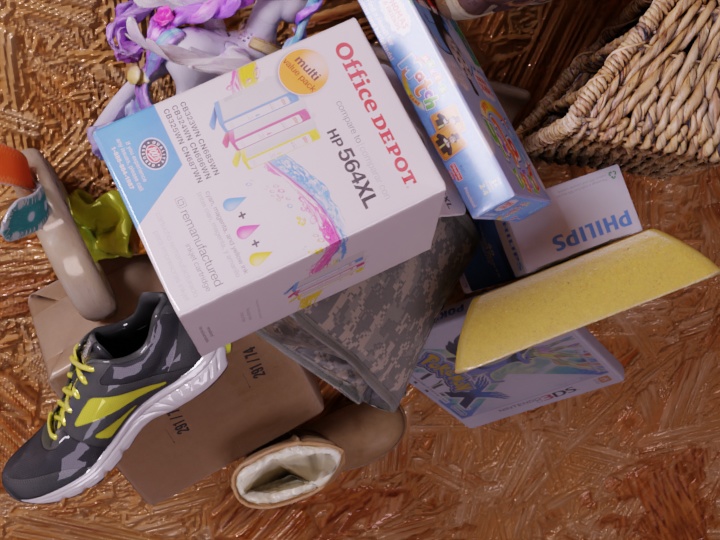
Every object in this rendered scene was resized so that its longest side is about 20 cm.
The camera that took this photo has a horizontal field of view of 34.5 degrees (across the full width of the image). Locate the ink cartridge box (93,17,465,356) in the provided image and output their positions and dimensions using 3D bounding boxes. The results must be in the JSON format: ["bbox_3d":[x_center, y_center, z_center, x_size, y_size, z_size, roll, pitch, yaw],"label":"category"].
[{"bbox_3d":[-0.043,-0.055,0.732,0.199,0.129,0.125,-26,167,-7],"label":"ink cartridge box"}]

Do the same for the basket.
[{"bbox_3d":[0.206,-0.154,0.897,0.148,0.200,0.144,7,90,-4],"label":"basket"}]

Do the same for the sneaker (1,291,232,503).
[{"bbox_3d":[-0.194,0.087,0.855,0.200,0.074,0.085,-40,129,-3],"label":"sneaker"}]

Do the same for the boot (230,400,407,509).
[{"bbox_3d":[-0.029,0.167,1.060,0.174,0.066,0.200,-23,176,-6],"label":"boot"}]

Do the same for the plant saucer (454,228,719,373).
[{"bbox_3d":[0.163,0.018,0.899,0.199,0.049,0.200,-22,177,7],"label":"plant saucer"}]

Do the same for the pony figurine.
[{"bbox_3d":[-0.112,-0.150,0.790,0.192,0.167,0.200,-5,141,-42],"label":"pony figurine"}]

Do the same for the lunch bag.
[{"bbox_3d":[0.000,0.000,0.896,0.200,0.117,0.165,44,68,-46],"label":"lunch bag"}]

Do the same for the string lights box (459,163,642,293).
[{"bbox_3d":[0.148,-0.030,0.980,0.102,0.059,0.200,-20,177,-10],"label":"string lights box"}]

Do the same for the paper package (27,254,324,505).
[{"bbox_3d":[-0.149,0.073,0.978,0.190,0.104,0.200,-28,134,-3],"label":"paper package"}]

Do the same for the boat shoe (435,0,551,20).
[{"bbox_3d":[0.138,-0.227,0.832,0.200,0.072,0.073,-27,113,-40],"label":"boat shoe"}]

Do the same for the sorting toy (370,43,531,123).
[{"bbox_3d":[0.022,-0.094,0.970,0.184,0.037,0.200,10,127,-32],"label":"sorting toy"}]

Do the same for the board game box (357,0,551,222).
[{"bbox_3d":[0.061,-0.129,0.803,0.036,0.201,0.151,-28,173,17],"label":"board game box"}]

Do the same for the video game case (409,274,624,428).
[{"bbox_3d":[0.135,0.087,1.134,0.182,0.022,0.200,-22,140,27],"label":"video game case"}]

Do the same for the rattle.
[{"bbox_3d":[-0.179,-0.051,0.820,0.142,0.131,0.200,-10,151,-3],"label":"rattle"}]
